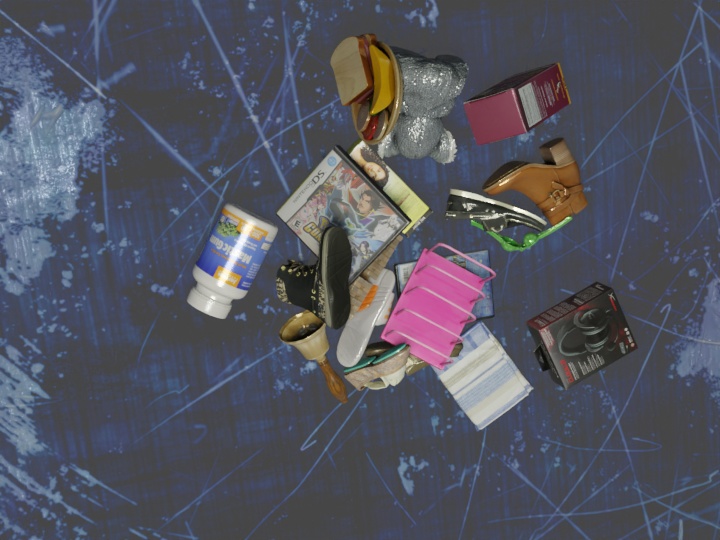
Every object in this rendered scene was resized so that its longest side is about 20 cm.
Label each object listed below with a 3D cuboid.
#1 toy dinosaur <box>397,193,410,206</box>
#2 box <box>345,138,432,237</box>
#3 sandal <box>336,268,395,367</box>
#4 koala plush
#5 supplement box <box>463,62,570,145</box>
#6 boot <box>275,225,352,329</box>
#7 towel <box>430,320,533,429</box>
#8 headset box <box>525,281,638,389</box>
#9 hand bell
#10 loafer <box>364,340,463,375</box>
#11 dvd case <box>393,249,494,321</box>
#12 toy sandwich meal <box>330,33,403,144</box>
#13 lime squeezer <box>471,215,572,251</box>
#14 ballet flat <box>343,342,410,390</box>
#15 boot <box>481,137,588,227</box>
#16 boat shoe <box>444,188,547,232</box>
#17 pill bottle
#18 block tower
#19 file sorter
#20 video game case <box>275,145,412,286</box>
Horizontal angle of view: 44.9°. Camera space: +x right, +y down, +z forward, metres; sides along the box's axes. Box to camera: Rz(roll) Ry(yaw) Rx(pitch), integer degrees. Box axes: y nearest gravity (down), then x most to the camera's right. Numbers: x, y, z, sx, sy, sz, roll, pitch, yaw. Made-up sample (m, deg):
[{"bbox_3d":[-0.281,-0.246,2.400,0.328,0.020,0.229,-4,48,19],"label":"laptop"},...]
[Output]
[{"bbox_3d":[-0.012,-0.100,1.660,0.199,0.060,0.107,8,121,8],"label":"toy dinosaur"},{"bbox_3d":[0.045,-0.159,1.690,0.200,0.050,0.075,42,94,-16],"label":"box"},{"bbox_3d":[0.014,0.095,1.722,0.059,0.079,0.207,29,84,-54],"label":"sandal"},{"bbox_3d":[0.110,-0.298,1.626,0.177,0.184,0.201,6,111,-12],"label":"koala plush"},{"bbox_3d":[0.295,-0.312,1.627,0.200,0.110,0.086,-35,110,-45],"label":"supplement box"},{"bbox_3d":[-0.093,-0.001,1.625,0.073,0.153,0.204,-29,128,-42],"label":"boot"},{"bbox_3d":[0.250,0.219,1.817,0.147,0.024,0.200,-38,103,0],"label":"towel"},{"bbox_3d":[0.451,0.139,1.813,0.200,0.077,0.149,-28,105,-6],"label":"headset box"},{"bbox_3d":[-0.072,0.184,1.729,0.104,0.104,0.200,-29,118,-5],"label":"hand bell"},{"bbox_3d":[0.108,0.172,1.757,0.199,0.076,0.068,-5,102,0],"label":"loafer"},{"bbox_3d":[0.171,0.042,1.770,0.199,0.018,0.143,-9,103,-10],"label":"dvd case"},{"bbox_3d":[0.008,-0.330,1.581,0.070,0.205,0.206,-2,101,-27],"label":"toy sandwich meal"},{"bbox_3d":[0.325,-0.074,1.758,0.199,0.038,0.071,-2,99,10],"label":"lime squeezer"},{"bbox_3d":[0.045,0.190,1.675,0.068,0.200,0.067,-36,95,-36],"label":"ballet flat"},{"bbox_3d":[0.354,-0.156,1.748,0.200,0.077,0.156,-30,109,-12],"label":"boot"},{"bbox_3d":[0.265,-0.105,1.716,0.199,0.072,0.068,16,93,9],"label":"boat shoe"},{"bbox_3d":[-0.245,-0.016,1.629,0.112,0.112,0.201,26,94,-14],"label":"pill bottle"},{"bbox_3d":[0.000,0.000,1.695,0.200,0.058,0.054,-57,143,1],"label":"block tower"},{"bbox_3d":[0.151,0.067,1.666,0.139,0.125,0.201,28,78,-3],"label":"file sorter"},{"bbox_3d":[-0.034,-0.100,1.632,0.200,0.025,0.181,46,110,6],"label":"video game case"}]
